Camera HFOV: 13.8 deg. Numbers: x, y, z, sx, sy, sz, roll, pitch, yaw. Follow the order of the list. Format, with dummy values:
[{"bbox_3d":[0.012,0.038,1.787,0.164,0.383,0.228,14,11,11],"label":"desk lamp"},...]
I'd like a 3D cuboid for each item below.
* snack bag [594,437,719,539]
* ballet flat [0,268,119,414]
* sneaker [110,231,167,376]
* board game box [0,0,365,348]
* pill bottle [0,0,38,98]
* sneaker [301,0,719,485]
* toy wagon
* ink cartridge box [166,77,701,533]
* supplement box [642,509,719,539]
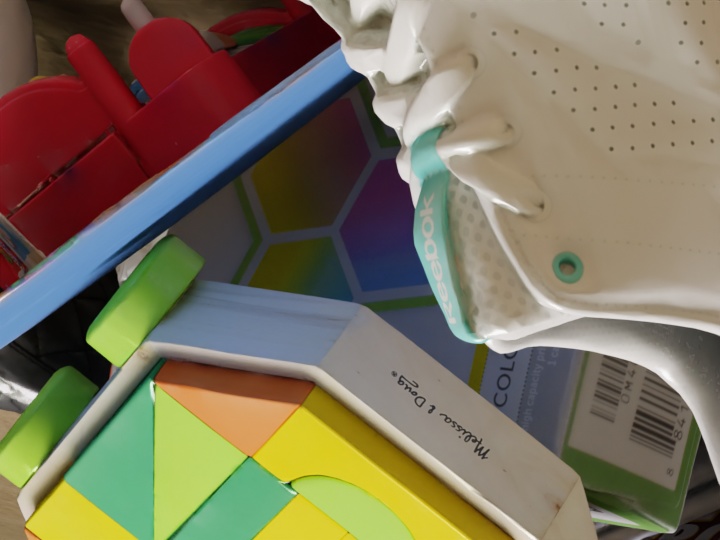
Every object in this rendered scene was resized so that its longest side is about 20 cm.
[{"bbox_3d":[0.051,0.056,0.982,0.200,0.021,0.189,5,-163,42],"label":"snack bag"},{"bbox_3d":[-0.085,0.002,0.852,0.057,0.066,0.200,42,-164,-5],"label":"ballet flat"},{"bbox_3d":[-0.036,0.010,0.967,0.082,0.077,0.200,11,172,-19],"label":"sneaker"},{"bbox_3d":[-0.045,-0.035,0.651,0.039,0.158,0.200,53,166,-1],"label":"board game box"},{"bbox_3d":[-0.154,-0.036,0.761,0.116,0.116,0.200,17,169,-15],"label":"pill bottle"},{"bbox_3d":[0.027,-0.032,0.516,0.200,0.089,0.075,39,156,-18],"label":"sneaker"},{"bbox_3d":[-0.020,0.080,0.734,0.155,0.040,0.200,39,141,-3],"label":"toy wagon"},{"bbox_3d":[0.000,0.000,0.775,0.200,0.104,0.059,6,166,42],"label":"ink cartridge box"},{"bbox_3d":[0.130,0.171,0.974,0.133,0.200,0.197,-3,-161,24],"label":"supplement box"}]
